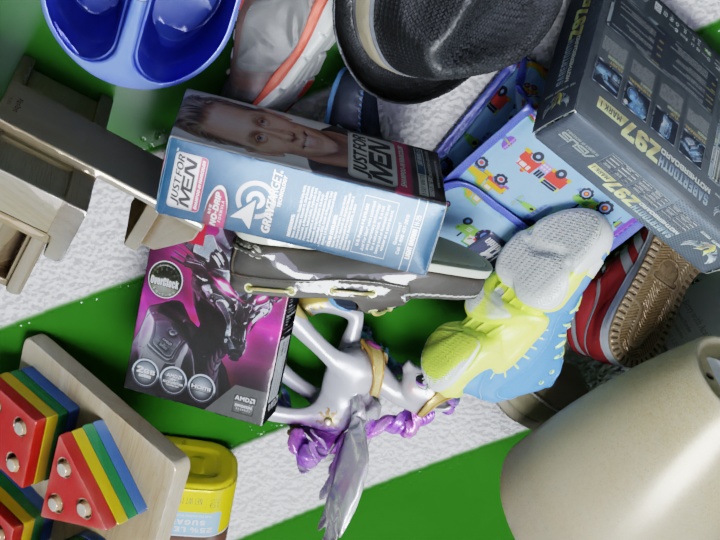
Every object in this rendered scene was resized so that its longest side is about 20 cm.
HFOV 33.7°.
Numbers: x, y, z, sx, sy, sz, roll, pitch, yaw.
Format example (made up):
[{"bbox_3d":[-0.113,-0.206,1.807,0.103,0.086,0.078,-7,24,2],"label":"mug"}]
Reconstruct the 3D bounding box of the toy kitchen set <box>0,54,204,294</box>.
[{"bbox_3d":[-0.227,-0.021,0.893,0.162,0.201,0.182,26,113,-18],"label":"toy kitchen set"}]

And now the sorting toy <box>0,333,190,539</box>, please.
[{"bbox_3d":[-0.256,0.195,1.014,0.198,0.069,0.202,33,119,27],"label":"sorting toy"}]

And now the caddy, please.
[{"bbox_3d":[-0.147,-0.231,0.842,0.139,0.105,0.202,14,116,-15],"label":"caddy"}]

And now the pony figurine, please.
[{"bbox_3d":[-0.020,0.121,1.038,0.198,0.167,0.195,28,105,-3],"label":"pony figurine"}]

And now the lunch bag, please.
[{"bbox_3d":[0.126,-0.054,0.993,0.150,0.095,0.200,31,124,-20],"label":"lunch bag"}]

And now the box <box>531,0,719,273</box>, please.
[{"bbox_3d":[0.233,-0.117,0.921,0.199,0.159,0.051,33,147,-22],"label":"box"}]

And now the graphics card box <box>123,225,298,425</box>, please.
[{"bbox_3d":[-0.111,0.011,0.961,0.124,0.051,0.203,15,101,7],"label":"graphics card box"}]

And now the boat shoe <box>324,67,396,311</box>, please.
[{"bbox_3d":[0.011,-0.064,0.961,0.068,0.084,0.203,8,120,20],"label":"boat shoe"}]

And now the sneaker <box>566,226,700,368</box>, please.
[{"bbox_3d":[0.249,-0.006,1.038,0.071,0.112,0.201,38,77,-13],"label":"sneaker"}]

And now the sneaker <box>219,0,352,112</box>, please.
[{"bbox_3d":[-0.068,-0.180,0.914,0.082,0.077,0.200,42,108,4],"label":"sneaker"}]

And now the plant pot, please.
[{"bbox_3d":[0.241,0.152,0.947,0.185,0.189,0.201,22,129,-17],"label":"plant pot"}]

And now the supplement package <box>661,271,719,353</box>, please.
[{"bbox_3d":[0.371,0.057,1.048,0.198,0.122,0.121,-27,118,8],"label":"supplement package"}]

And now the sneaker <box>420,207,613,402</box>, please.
[{"bbox_3d":[0.143,0.035,0.969,0.104,0.076,0.200,28,120,-39],"label":"sneaker"}]

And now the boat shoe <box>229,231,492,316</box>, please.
[{"bbox_3d":[0.000,0.000,0.903,0.198,0.072,0.061,10,108,-8],"label":"boat shoe"}]

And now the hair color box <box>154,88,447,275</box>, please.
[{"bbox_3d":[-0.041,-0.065,0.858,0.197,0.100,0.061,13,116,-8],"label":"hair color box"}]

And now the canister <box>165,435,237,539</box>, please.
[{"bbox_3d":[-0.197,0.258,1.115,0.146,0.087,0.203,8,116,-10],"label":"canister"}]

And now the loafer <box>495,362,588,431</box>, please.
[{"bbox_3d":[0.170,0.109,1.086,0.068,0.076,0.200,-40,125,13],"label":"loafer"}]

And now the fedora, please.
[{"bbox_3d":[0.079,-0.200,0.853,0.198,0.091,0.203,-19,126,-28],"label":"fedora"}]
